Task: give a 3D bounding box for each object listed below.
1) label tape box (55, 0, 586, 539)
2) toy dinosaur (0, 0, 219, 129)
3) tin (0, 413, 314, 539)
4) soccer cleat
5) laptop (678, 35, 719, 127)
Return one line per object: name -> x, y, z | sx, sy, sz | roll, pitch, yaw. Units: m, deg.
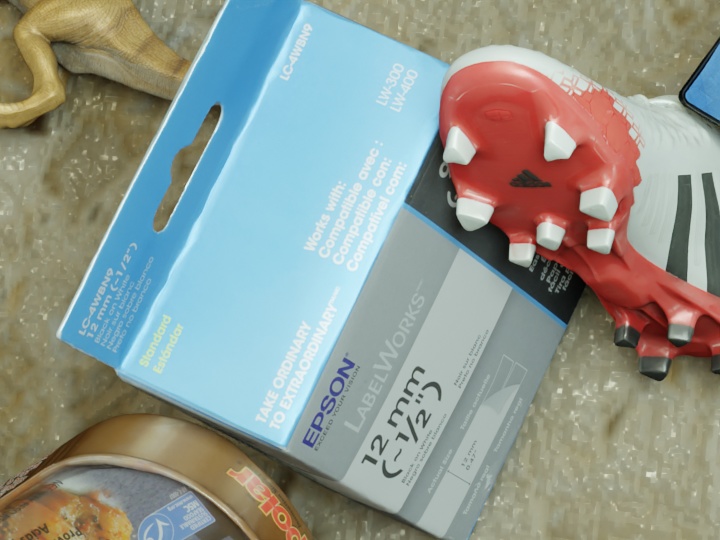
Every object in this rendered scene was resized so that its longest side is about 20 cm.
label tape box -> 0.000, 0.000, 0.876 | 0.066, 0.200, 0.143 | 22, 83, 33
toy dinosaur -> -0.111, -0.096, 1.017 | 0.200, 0.060, 0.106 | 41, 88, 22
tin -> -0.097, 0.123, 0.908 | 0.200, 0.042, 0.112 | -32, 98, 37
soccer cleat -> 0.089, -0.034, 0.869 | 0.069, 0.200, 0.085 | -4, 60, 35
laptop -> 0.248, -0.094, 0.838 | 0.200, 0.116, 0.187 | -11, 36, 56
